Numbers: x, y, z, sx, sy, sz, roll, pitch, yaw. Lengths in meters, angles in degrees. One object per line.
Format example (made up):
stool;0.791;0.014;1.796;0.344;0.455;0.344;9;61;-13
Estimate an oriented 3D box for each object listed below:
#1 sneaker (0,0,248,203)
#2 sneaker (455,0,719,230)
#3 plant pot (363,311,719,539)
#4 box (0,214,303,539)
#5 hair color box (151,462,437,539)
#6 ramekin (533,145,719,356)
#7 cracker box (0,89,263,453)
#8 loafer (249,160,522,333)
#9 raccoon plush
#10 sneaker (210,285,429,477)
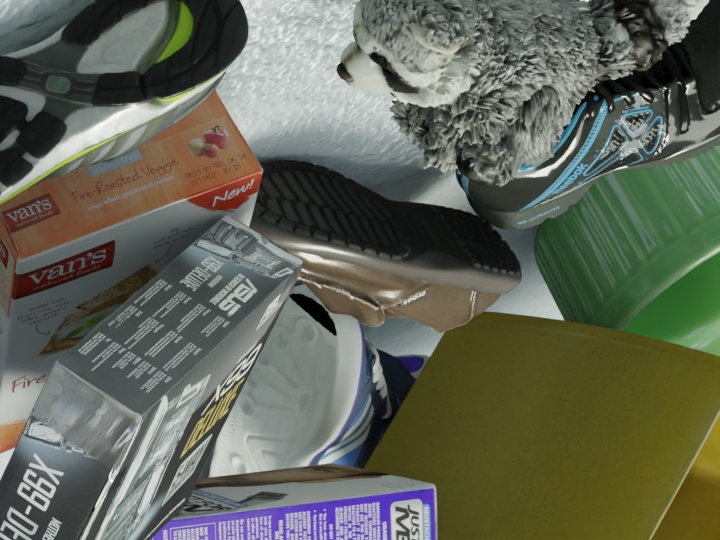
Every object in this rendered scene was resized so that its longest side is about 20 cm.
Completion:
sneaker;-0.141;-0.065;1.313;0.199;0.074;0.081;-23;165;-5
sneaker;0.142;-0.090;1.589;0.199;0.073;0.082;-32;158;4
plant pot;0.108;0.136;1.697;0.201;0.176;0.200;-59;159;-15
box;-0.110;0.078;1.369;0.158;0.050;0.200;-62;172;27
hair color box;-0.069;0.146;1.557;0.199;0.065;0.109;-3;-175;-34
ramekin;0.202;-0.018;1.773;0.199;0.098;0.200;-25;157;-12
cracker box;-0.131;0.004;1.475;0.133;0.058;0.200;-22;155;-22
loafer;0.000;0.000;1.558;0.199;0.073;0.071;15;122;-39
raccoon plush;0.075;-0.137;1.432;0.200;0.097;0.134;-41;151;-17
sneaker;-0.007;0.060;1.713;0.146;0.081;0.201;-31;152;-40
